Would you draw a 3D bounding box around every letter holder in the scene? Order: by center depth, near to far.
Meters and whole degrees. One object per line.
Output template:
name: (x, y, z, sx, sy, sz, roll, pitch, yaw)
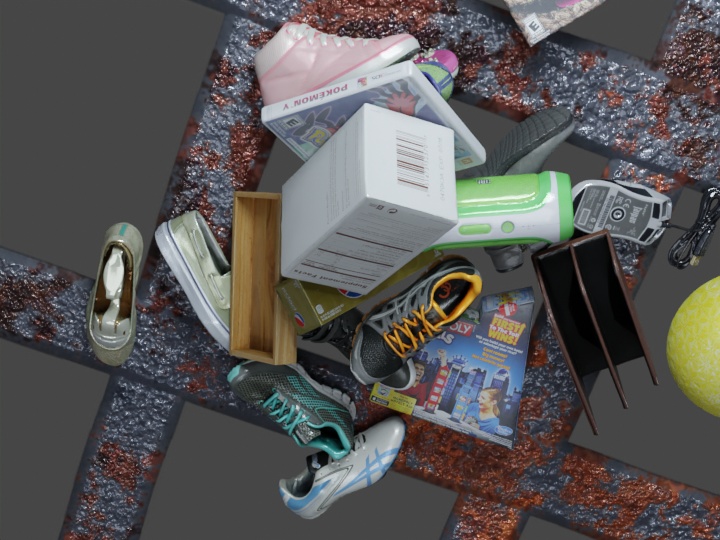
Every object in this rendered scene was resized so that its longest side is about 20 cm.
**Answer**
letter holder: (0.290, 0.080, 1.623, 0.100, 0.143, 0.201, -19, 122, 11)

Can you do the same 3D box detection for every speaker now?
speaker: (0.145, -0.068, 1.558, 0.198, 0.089, 0.089, -4, 112, 6)

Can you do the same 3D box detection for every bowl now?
bowl: (0.490, 0.112, 1.672, 0.198, 0.108, 0.202, 0, 112, 1)

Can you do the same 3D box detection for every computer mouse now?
computer mouse: (0.341, -0.072, 1.639, 0.198, 0.044, 0.110, 15, 116, -11)

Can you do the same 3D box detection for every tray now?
tray: (-0.115, 0.007, 1.624, 0.037, 0.098, 0.202, -3, 96, -40)

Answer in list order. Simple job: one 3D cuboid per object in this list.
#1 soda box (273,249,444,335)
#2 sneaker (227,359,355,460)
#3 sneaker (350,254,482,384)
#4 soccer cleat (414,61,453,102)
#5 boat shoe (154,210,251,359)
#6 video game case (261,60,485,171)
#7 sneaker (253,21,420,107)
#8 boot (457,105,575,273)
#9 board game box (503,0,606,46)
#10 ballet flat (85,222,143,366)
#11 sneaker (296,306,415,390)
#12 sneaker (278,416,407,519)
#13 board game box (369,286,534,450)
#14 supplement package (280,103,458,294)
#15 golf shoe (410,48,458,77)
soda box: (0.000, 0.000, 1.597, 0.199, 0.064, 0.068, -29, 91, -32)
sneaker: (-0.079, 0.175, 1.692, 0.199, 0.092, 0.078, 27, 119, -30)
sneaker: (0.066, 0.058, 1.597, 0.200, 0.077, 0.078, -46, 107, -6)
soccer cleat: (0.013, -0.176, 1.508, 0.199, 0.084, 0.065, -26, 103, 19)
boat shoe: (-0.180, 0.019, 1.672, 0.062, 0.072, 0.201, -28, 106, 17)
video game case: (0.018, -0.147, 1.472, 0.181, 0.023, 0.200, -14, 150, 24)
sneaker: (-0.036, -0.252, 1.543, 0.199, 0.075, 0.105, -23, 91, 20)
boot: (0.208, -0.098, 1.628, 0.200, 0.070, 0.132, -39, 112, 23)
board game box: (0.204, -0.383, 1.490, 0.159, 0.097, 0.201, -31, 108, 13)
ballet flat: (-0.315, 0.038, 1.688, 0.067, 0.062, 0.202, 8, 112, -1)
sneaker: (-0.022, 0.083, 1.645, 0.200, 0.099, 0.071, 45, 114, 8)
sneaker: (-0.023, 0.254, 1.759, 0.199, 0.072, 0.072, -38, 121, 15)
board game box: (0.136, 0.100, 1.701, 0.198, 0.062, 0.201, 20, 108, -4)
supplement package: (0.006, -0.073, 1.464, 0.116, 0.118, 0.200, 13, 151, -27)
golf shoe: (0.037, -0.190, 1.591, 0.199, 0.076, 0.092, -26, 117, 20)
